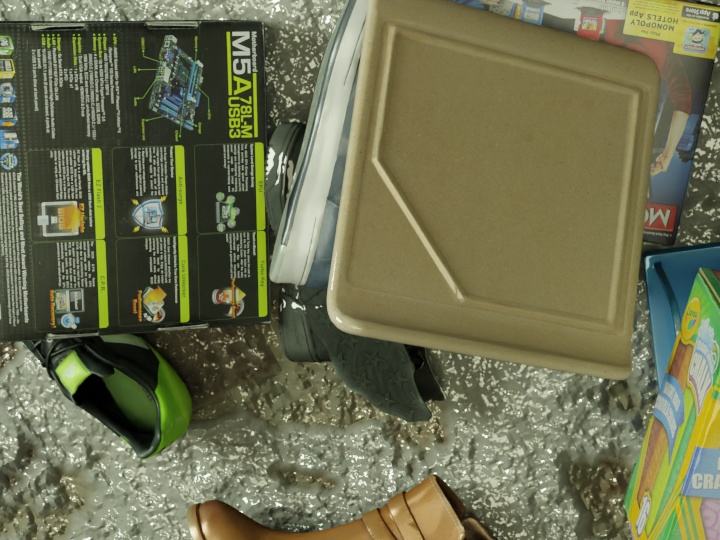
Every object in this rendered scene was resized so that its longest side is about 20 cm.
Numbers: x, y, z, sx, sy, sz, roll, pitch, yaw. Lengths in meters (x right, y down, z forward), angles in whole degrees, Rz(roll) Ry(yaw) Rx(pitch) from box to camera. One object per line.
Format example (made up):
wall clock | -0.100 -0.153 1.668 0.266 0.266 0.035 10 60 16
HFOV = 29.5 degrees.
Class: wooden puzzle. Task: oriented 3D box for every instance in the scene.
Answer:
wooden puzzle | 0.076 -0.048 0.766 0.185 0.037 0.200 11 77 -20

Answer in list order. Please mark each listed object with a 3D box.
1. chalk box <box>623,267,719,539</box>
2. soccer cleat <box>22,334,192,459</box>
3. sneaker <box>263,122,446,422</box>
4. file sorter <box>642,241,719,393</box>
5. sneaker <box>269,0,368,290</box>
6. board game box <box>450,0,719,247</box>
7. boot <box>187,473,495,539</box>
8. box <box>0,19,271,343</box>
chalk box | 0.232 0.077 0.736 0.124 0.124 0.200 14 104 3
soccer cleat | -0.194 0.045 0.923 0.200 0.081 0.068 44 105 -5
sneaker | -0.001 0.001 0.896 0.104 0.060 0.200 4 112 18
file sorter | 0.288 0.055 0.850 0.200 0.123 0.139 -8 103 9
sneaker | 0.039 -0.076 0.810 0.146 0.077 0.202 13 98 -5
board game box | 0.107 -0.085 0.866 0.200 0.062 0.200 11 106 4
boot | -0.006 0.190 0.946 0.155 0.074 0.200 -42 108 15
box | -0.155 -0.059 0.870 0.193 0.048 0.200 -5 100 -18
